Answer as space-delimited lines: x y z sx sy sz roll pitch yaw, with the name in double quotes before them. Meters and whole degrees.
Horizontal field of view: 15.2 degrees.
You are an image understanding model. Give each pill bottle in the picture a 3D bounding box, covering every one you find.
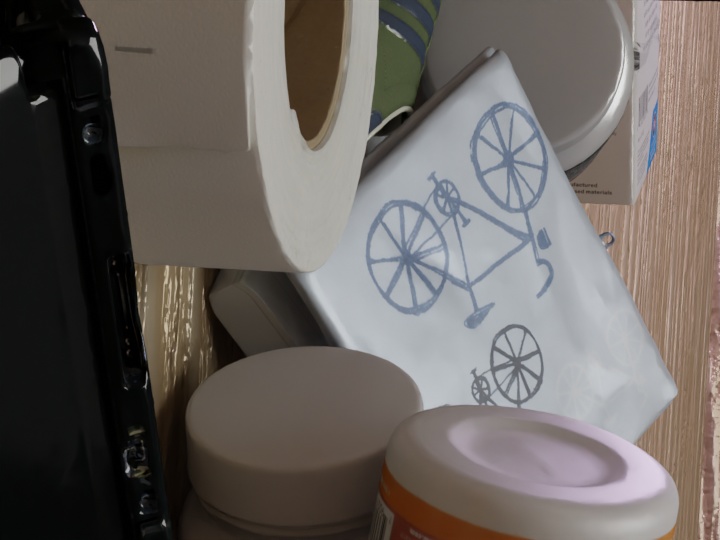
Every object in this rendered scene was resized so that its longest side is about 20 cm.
"pill bottle" 0.048 0.161 1.025 0.112 0.112 0.200 -47 149 -71
"pill bottle" -0.016 0.139 1.119 0.114 0.114 0.200 -65 155 -58
"pill bottle" 0.079 -0.099 1.366 0.200 0.114 0.114 77 17 -87

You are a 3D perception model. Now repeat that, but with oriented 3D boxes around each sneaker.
"sneaker" -0.001 -0.105 1.220 0.200 0.067 0.090 -54 140 -55

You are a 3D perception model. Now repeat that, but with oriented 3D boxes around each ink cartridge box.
"ink cartridge box" 0.163 -0.161 1.893 0.146 0.084 0.200 -52 143 -69

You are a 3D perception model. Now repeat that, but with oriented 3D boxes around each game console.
"game console" -0.127 0.013 0.816 0.176 0.116 0.200 -121 -158 -55

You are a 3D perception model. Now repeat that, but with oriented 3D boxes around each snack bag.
"snack bag" 0.059 0.026 1.202 0.189 0.021 0.200 -46 112 -43

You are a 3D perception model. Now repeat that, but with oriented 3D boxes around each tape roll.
"tape roll" -0.048 -0.099 1.018 0.202 0.071 0.203 4 90 -78

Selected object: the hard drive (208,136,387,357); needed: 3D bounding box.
"hard drive" 0.000 0.000 1.230 0.132 0.026 0.200 54 31 -23
